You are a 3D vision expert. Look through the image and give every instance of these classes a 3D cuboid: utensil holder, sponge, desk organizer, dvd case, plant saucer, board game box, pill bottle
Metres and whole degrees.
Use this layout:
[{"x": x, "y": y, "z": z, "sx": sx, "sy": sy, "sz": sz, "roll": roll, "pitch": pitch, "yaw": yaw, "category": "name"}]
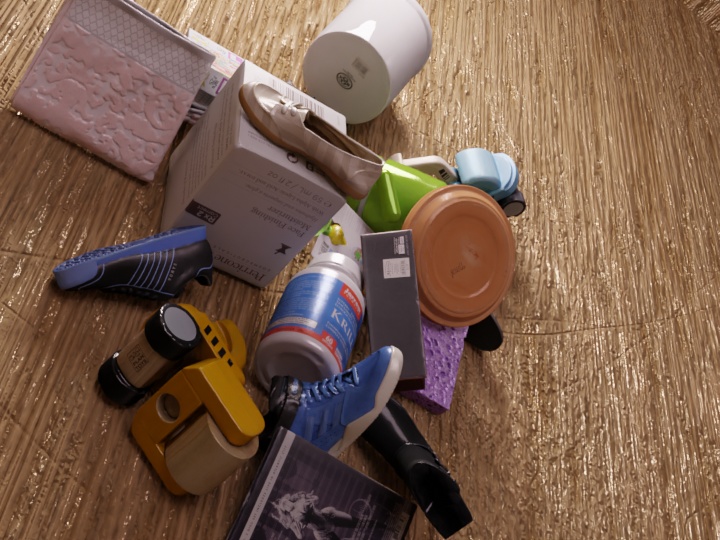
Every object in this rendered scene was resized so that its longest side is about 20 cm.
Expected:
[{"x": 0.011, "y": -0.356, "z": 1.715, "sx": 0.170, "sy": 0.170, "sz": 0.201, "roll": 42, "pitch": 40, "yaw": -6, "category": "utensil holder"}, {"x": 0.098, "y": 0.093, "z": 1.474, "sx": 0.111, "sy": 0.030, "sz": 0.202, "roll": 32, "pitch": 53, "yaw": -20, "category": "sponge"}, {"x": 0.044, "y": 0.056, "z": 1.377, "sx": 0.070, "sy": 0.077, "sz": 0.203, "roll": -6, "pitch": 70, "yaw": 2, "category": "desk organizer"}, {"x": -0.042, "y": 0.289, "z": 1.157, "sx": 0.199, "sy": 0.016, "sz": 0.150, "roll": 33, "pitch": 67, "yaw": -20, "category": "dvd case"}, {"x": 0.142, "y": -0.020, "z": 1.467, "sx": 0.197, "sy": 0.032, "sz": 0.204, "roll": -2, "pitch": 94, "yaw": -29, "category": "plant saucer"}, {"x": -0.157, "y": -0.253, "z": 1.420, "sx": 0.198, "sy": 0.034, "sz": 0.135, "roll": 27, "pitch": 20, "yaw": -20, "category": "board game box"}, {"x": -0.056, "y": 0.066, "z": 1.313, "sx": 0.112, "sy": 0.112, "sz": 0.201, "roll": 37, "pitch": 37, "yaw": -13, "category": "pill bottle"}]

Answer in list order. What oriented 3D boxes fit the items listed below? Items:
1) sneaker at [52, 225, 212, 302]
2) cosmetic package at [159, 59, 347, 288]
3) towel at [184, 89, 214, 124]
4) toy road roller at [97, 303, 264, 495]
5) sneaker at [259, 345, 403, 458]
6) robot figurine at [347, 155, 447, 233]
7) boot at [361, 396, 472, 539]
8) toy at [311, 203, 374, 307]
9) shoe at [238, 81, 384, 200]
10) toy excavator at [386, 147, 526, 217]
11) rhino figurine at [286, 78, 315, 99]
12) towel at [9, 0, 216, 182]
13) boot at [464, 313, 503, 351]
[{"x": -0.258, "y": 0.005, "z": 1.207, "sx": 0.198, "sy": 0.070, "sz": 0.079, "roll": -18, "pitch": 102, "yaw": -34, "category": "sneaker"}, {"x": -0.137, "y": -0.119, "z": 1.326, "sx": 0.163, "sy": 0.200, "sz": 0.167, "roll": 25, "pitch": 41, "yaw": -26, "category": "cosmetic package"}, {"x": -0.204, "y": -0.249, "z": 1.463, "sx": 0.198, "sy": 0.032, "sz": 0.192, "roll": 18, "pitch": 29, "yaw": -36, "category": "towel"}, {"x": -0.175, "y": 0.130, "z": 1.138, "sx": 0.201, "sy": 0.123, "sz": 0.145, "roll": 56, "pitch": 27, "yaw": 12, "category": "toy road roller"}, {"x": -0.046, "y": 0.146, "z": 1.188, "sx": 0.111, "sy": 0.201, "sz": 0.077, "roll": 36, "pitch": 19, "yaw": -14, "category": "sneaker"}, {"x": 0.053, "y": -0.097, "z": 1.524, "sx": 0.197, "sy": 0.117, "sz": 0.176, "roll": 24, "pitch": -7, "yaw": 7, "category": "robot figurine"}, {"x": 0.053, "y": 0.224, "z": 1.237, "sx": 0.165, "sy": 0.066, "sz": 0.200, "roll": 43, "pitch": 3, "yaw": -6, "category": "boot"}, {"x": 0.000, "y": 0.000, "z": 1.470, "sx": 0.200, "sy": 0.047, "sz": 0.116, "roll": 47, "pitch": 47, "yaw": -31, "category": "toy"}, {"x": -0.056, "y": -0.166, "z": 1.235, "sx": 0.199, "sy": 0.053, "sz": 0.070, "roll": 37, "pitch": 37, "yaw": -14, "category": "shoe"}, {"x": 0.158, "y": -0.156, "z": 1.720, "sx": 0.200, "sy": 0.192, "sz": 0.101, "roll": 48, "pitch": 25, "yaw": -49, "category": "toy excavator"}, {"x": -0.081, "y": -0.214, "z": 1.580, "sx": 0.087, "sy": 0.059, "sz": 0.202, "roll": 26, "pitch": 38, "yaw": -56, "category": "rhino figurine"}, {"x": -0.306, "y": -0.238, "z": 1.293, "sx": 0.198, "sy": 0.193, "sz": 0.032, "roll": 29, "pitch": 7, "yaw": -21, "category": "towel"}, {"x": 0.192, "y": 0.020, "z": 1.636, "sx": 0.173, "sy": 0.069, "sz": 0.201, "roll": -22, "pitch": 72, "yaw": -51, "category": "boot"}]
